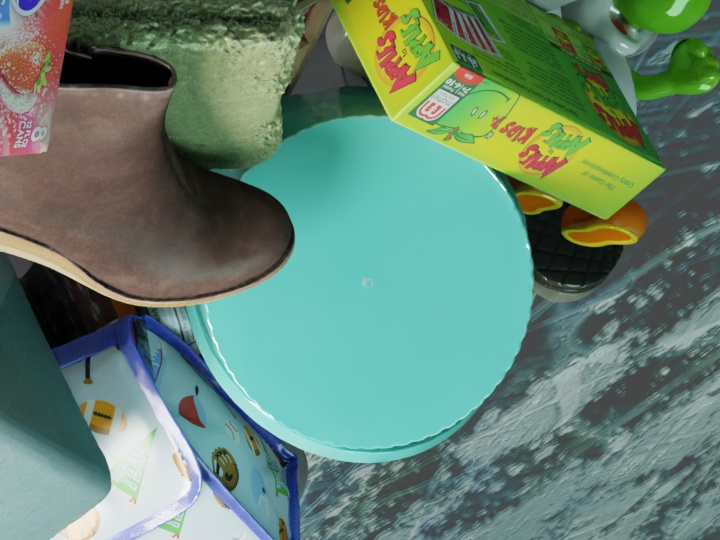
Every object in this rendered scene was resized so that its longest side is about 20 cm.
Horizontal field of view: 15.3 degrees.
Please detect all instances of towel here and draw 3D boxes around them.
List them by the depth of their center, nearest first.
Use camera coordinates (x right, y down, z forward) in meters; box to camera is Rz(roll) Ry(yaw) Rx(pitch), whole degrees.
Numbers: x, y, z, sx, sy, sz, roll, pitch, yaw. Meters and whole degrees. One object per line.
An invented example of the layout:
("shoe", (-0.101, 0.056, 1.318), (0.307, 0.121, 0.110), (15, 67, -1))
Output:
("towel", (-0.130, -0.090, 1.303), (0.198, 0.037, 0.149), (-3, 155, -10))

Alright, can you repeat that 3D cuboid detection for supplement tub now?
("supplement tub", (-0.118, 0.004, 1.572), (0.199, 0.107, 0.107), (-25, 157, -16))

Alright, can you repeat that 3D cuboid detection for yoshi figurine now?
("yoshi figurine", (0.153, -0.123, 1.581), (0.112, 0.111, 0.201), (56, 47, -65))

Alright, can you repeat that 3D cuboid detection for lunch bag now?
("lunch bag", (-0.147, 0.125, 1.514), (0.169, 0.124, 0.200), (-26, 132, 13))

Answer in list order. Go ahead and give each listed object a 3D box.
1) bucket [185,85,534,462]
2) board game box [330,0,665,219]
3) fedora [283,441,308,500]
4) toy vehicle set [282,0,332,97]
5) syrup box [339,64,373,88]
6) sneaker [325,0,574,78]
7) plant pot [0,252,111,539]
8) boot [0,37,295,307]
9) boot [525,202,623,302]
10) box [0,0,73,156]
("bucket", (0.000, 0.000, 1.454), (0.206, 0.208, 0.135), (-33, -173, 2))
("board game box", (0.072, -0.102, 1.409), (0.048, 0.102, 0.199), (-40, 145, 23))
("fedora", (-0.103, 0.135, 1.715), (0.176, 0.091, 0.200), (-18, -162, 29))
("toy vehicle set", (-0.070, -0.118, 1.422), (0.124, 0.027, 0.200), (-34, 170, -24))
("syrup box", (0.045, -0.096, 1.621), (0.081, 0.079, 0.200), (-31, 158, -4))
("sneaker", (0.065, -0.176, 1.480), (0.199, 0.089, 0.075), (-24, 149, -4))
("plant pot", (-0.284, 0.063, 1.374), (0.196, 0.196, 0.200), (-36, 147, 8))
("boot", (-0.107, -0.047, 1.266), (0.198, 0.073, 0.166), (7, 155, -18))
("boot", (0.119, -0.008, 1.765), (0.067, 0.201, 0.131), (19, 124, -8))
("box", (-0.175, -0.152, 1.083), (0.099, 0.095, 0.202), (-7, 115, -47))
